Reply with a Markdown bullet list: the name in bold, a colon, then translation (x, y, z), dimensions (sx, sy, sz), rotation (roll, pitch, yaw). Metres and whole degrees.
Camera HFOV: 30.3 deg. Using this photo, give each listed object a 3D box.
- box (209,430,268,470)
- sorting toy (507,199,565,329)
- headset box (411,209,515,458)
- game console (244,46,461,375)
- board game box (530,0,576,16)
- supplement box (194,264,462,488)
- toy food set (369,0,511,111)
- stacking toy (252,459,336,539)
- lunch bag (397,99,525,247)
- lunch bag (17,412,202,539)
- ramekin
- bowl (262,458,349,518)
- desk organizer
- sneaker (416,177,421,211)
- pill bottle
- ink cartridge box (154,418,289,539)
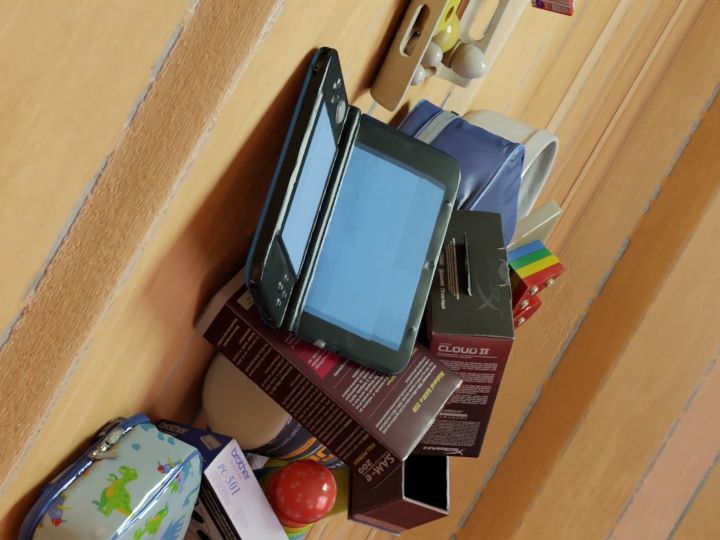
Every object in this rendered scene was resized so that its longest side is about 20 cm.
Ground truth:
- **box**: translation (-0.083, 0.119, 1.335), dimensions (0.200, 0.049, 0.082), rotation (-55, 166, -17)
- **sorting toy**: translation (0.142, 0.037, 1.508), dimensions (0.198, 0.070, 0.200), rotation (-33, 164, -21)
- **headset box**: translation (0.085, 0.052, 1.205), dimensions (0.201, 0.074, 0.149), rotation (99, -8, -48)
- **game console**: translation (0.001, -0.043, 1.038), dimensions (0.171, 0.118, 0.201), rotation (77, 28, -70)
- **board game box**: translation (0.205, -0.363, 1.265), dimensions (0.151, 0.046, 0.201), rotation (29, 78, -77)
- **supplement box**: translation (-0.025, 0.070, 1.098), dimensions (0.109, 0.200, 0.061), rotation (-46, 177, -42)
- **toy food set**: translation (0.088, -0.221, 1.204), dimensions (0.144, 0.060, 0.200), rotation (-64, 166, 23)
- **stacking toy**: translation (-0.066, 0.205, 1.192), dimensions (0.086, 0.085, 0.200), rotation (-53, -178, -24)
- **lunch bag**: translation (0.074, -0.064, 1.337), dimensions (0.136, 0.132, 0.200), rotation (-50, 159, -27)
- **lunch bag**: translation (-0.205, 0.220, 1.036), dimensions (0.161, 0.082, 0.201), rotation (-46, 161, -48)
- **ramekin**: translation (0.141, -0.096, 1.577), dimensions (0.201, 0.105, 0.200), rotation (-54, 167, -19)
- **bowl**: translation (-0.051, 0.183, 1.421), dimensions (0.200, 0.199, 0.108), rotation (-34, 109, -61)
- **desk organizer**: translation (0.040, 0.155, 1.337), dimensions (0.077, 0.071, 0.201), rotation (-28, -131, 41)
- **sneaker**: translation (0.005, -0.018, 1.163), dimensions (0.076, 0.080, 0.201), rotation (-56, 158, -81)
- **pill bottle**: translation (-0.048, 0.126, 1.228), dimensions (0.200, 0.106, 0.107), rotation (24, 97, -55)
- **ink cartridge box**: translation (-0.113, 0.221, 1.144), dimensions (0.044, 0.094, 0.201), rotation (-47, 129, -34)
